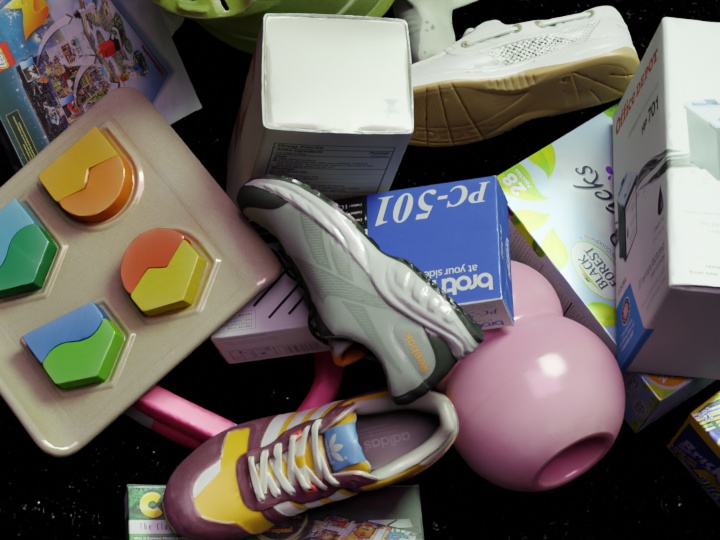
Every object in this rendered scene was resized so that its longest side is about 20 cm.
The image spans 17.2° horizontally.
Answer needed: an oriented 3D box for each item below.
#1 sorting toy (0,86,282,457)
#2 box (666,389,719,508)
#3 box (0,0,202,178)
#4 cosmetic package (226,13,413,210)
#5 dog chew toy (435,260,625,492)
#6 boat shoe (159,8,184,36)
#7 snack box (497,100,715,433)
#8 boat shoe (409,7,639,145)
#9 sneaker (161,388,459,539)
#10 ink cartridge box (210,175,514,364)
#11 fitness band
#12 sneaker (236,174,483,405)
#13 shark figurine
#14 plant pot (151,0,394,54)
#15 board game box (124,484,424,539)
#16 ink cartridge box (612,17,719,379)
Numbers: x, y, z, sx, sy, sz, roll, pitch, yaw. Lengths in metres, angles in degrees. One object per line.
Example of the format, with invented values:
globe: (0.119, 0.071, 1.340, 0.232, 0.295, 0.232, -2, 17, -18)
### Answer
sorting toy: (-0.180, -0.004, 1.582, 0.200, 0.036, 0.185, -39, 68, -2)
box: (0.314, 0.083, 1.672, 0.200, 0.064, 0.070, -34, 75, -24)
box: (-0.210, -0.171, 1.634, 0.136, 0.038, 0.201, -29, 113, -16)
cosmetic package: (-0.031, -0.088, 1.609, 0.103, 0.200, 0.088, 3, 67, -11)
dog chew toy: (0.094, 0.051, 1.619, 0.124, 0.125, 0.200, -21, 62, -20)
boat shoe: (-0.227, -0.186, 1.697, 0.199, 0.071, 0.070, 15, 74, -4)
snack box: (0.205, -0.013, 1.695, 0.168, 0.068, 0.200, -30, 73, -23)
boat shoe: (0.097, -0.144, 1.705, 0.199, 0.071, 0.070, -11, 55, 1)
sneaker: (-0.033, 0.120, 1.534, 0.199, 0.090, 0.075, -21, 83, -10)
ink cartridge box: (0.000, 0.000, 1.583, 0.199, 0.044, 0.094, -8, 62, 13)
fitness band: (-0.107, 0.046, 1.624, 0.199, 0.037, 0.144, 28, 62, 2)
sneaker: (-0.015, 0.008, 1.518, 0.200, 0.074, 0.079, 40, 89, 29)
shark figurine: (0.054, -0.243, 1.775, 0.128, 0.089, 0.215, 37, 67, -30)
plant pot: (-0.078, -0.233, 1.588, 0.199, 0.190, 0.201, 3, 101, 14)
board game box: (-0.055, 0.193, 1.571, 0.199, 0.023, 0.105, 2, 65, -10)
ink cartridge box: (0.226, -0.047, 1.595, 0.085, 0.147, 0.201, 4, 64, -7)
